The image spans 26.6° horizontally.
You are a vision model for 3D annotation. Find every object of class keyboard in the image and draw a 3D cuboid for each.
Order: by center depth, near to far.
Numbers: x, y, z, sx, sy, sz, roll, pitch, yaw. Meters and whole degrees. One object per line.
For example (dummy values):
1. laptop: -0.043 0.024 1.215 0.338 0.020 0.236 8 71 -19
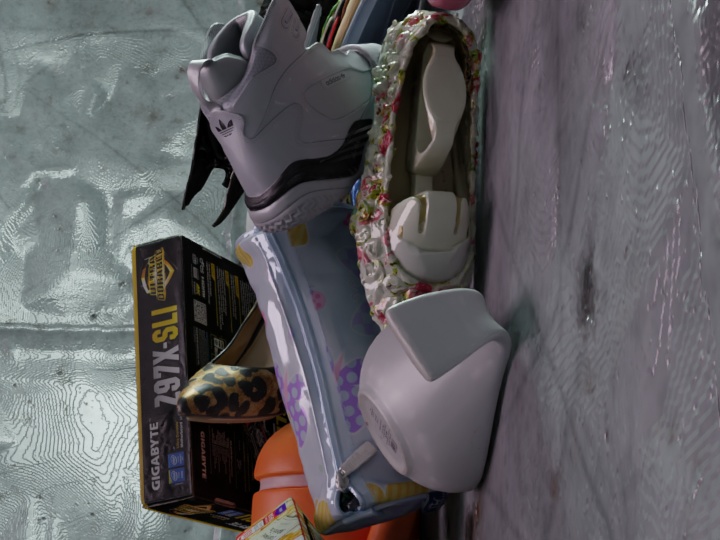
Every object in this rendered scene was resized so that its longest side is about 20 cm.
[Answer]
1. keyboard: -0.042 -0.113 1.041 0.200 0.011 0.056 108 173 -72

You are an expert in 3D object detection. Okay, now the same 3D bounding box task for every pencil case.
1. pencil case: -0.014 0.059 0.920 0.083 0.091 0.200 -27 72 35

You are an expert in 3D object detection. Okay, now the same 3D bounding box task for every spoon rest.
1. spoon rest: 0.039 0.058 0.784 0.099 0.061 0.200 58 166 16

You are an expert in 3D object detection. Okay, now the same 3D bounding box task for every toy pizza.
1. toy pizza: -0.004 -0.150 1.095 0.200 0.032 0.200 23 -90 -82

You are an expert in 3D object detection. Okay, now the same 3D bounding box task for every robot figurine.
1. robot figurine: -0.016 0.183 1.022 0.144 0.117 0.200 68 -158 -75

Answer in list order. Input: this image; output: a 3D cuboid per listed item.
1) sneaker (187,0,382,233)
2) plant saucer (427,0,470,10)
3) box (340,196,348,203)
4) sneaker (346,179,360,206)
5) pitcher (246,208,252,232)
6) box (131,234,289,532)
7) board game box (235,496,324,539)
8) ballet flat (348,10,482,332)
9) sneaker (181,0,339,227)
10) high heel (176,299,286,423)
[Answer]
1. sneaker: -0.020 -0.119 0.903 0.200 0.075 0.115 -47 -67 -38
2. plant saucer: 0.048 -0.243 0.818 0.201 0.051 0.201 -173 90 -84
3. box: 0.000 0.000 1.073 0.041 0.039 0.200 -27 35 36
4. sneaker: 0.016 -0.051 1.019 0.083 0.071 0.200 135 135 -72
5. pitcher: -0.019 -0.029 1.255 0.200 0.121 0.172 -76 -30 -67
6. box: -0.108 0.090 1.149 0.160 0.049 0.200 33 -132 -60
7. board game box: -0.007 0.213 0.845 0.152 0.046 0.200 54 176 -3
8. ballet flat: 0.035 -0.054 0.849 0.064 0.076 0.200 151 120 -72
9. sneaker: -0.069 -0.135 1.084 0.104 0.060 0.200 -47 -18 -59
10. high heel: -0.069 0.027 1.071 0.200 0.071 0.143 -16 -69 -59
